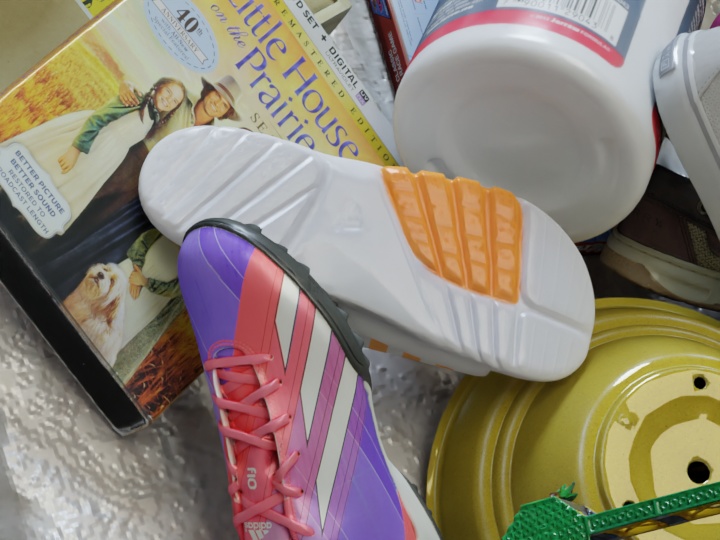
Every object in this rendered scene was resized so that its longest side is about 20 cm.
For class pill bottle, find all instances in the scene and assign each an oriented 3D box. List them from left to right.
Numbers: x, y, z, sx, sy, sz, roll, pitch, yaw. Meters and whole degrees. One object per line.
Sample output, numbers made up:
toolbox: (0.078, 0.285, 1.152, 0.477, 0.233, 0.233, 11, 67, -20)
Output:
pill bottle: (0.098, -0.118, 1.120, 0.120, 0.120, 0.200, 34, 46, -9)

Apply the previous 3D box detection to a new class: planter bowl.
planter bowl: (0.134, 0.095, 1.038, 0.200, 0.083, 0.201, 4, 71, -11)

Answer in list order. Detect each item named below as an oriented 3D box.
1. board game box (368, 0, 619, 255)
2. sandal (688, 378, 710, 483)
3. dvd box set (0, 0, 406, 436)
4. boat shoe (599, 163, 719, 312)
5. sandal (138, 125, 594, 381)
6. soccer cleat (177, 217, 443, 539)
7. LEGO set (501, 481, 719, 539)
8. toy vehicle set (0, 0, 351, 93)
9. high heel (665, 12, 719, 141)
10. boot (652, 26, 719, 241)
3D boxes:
board game box: (0.061, -0.099, 1.181, 0.103, 0.019, 0.200, -2, 65, -30)
sandal: (0.163, 0.059, 1.127, 0.200, 0.055, 0.082, -1, 64, -29)
dvd box set: (-0.078, -0.046, 1.037, 0.200, 0.029, 0.146, -44, 105, -36)
boat shoe: (0.211, -0.010, 1.171, 0.200, 0.065, 0.072, 10, 19, -27)
sandal: (0.002, -0.008, 1.035, 0.207, 0.059, 0.079, 20, 67, -8)
soccer cleat: (-0.029, 0.075, 0.973, 0.073, 0.068, 0.200, -37, 109, -38)
LEGO set: (0.148, 0.165, 0.940, 0.116, 0.154, 0.200, 25, 42, -62)
toy vehicle set: (-0.111, -0.126, 1.091, 0.200, 0.027, 0.124, -33, 83, -38)
high heel: (0.212, -0.097, 1.175, 0.067, 0.096, 0.200, 37, 16, 13)
boot: (0.212, -0.029, 1.064, 0.200, 0.096, 0.074, 56, 35, -29)
